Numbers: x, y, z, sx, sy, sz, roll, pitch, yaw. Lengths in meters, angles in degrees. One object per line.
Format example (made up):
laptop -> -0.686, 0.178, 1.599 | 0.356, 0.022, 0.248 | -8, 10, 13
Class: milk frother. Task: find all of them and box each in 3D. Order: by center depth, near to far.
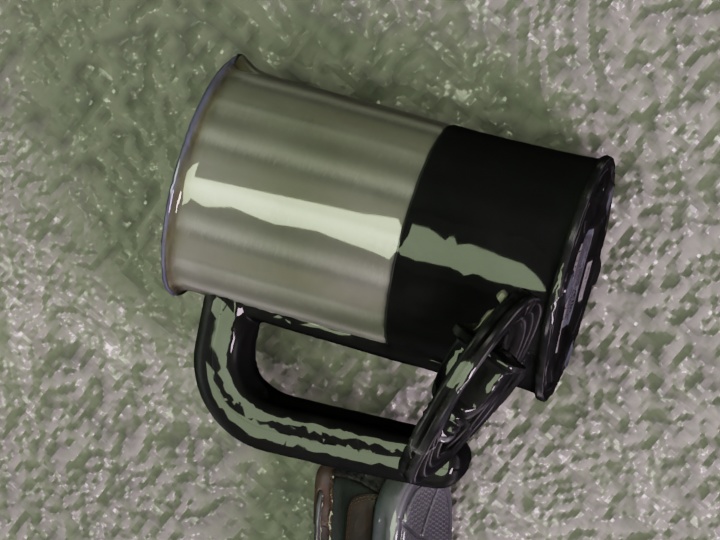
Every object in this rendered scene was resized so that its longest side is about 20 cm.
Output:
milk frother -> 0.000, 0.000, 1.187 | 0.188, 0.200, 0.181 | 15, 80, 11

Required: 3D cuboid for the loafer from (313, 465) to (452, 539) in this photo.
loafer -> 0.003, 0.186, 1.297 | 0.063, 0.072, 0.200 | 13, 103, 32
